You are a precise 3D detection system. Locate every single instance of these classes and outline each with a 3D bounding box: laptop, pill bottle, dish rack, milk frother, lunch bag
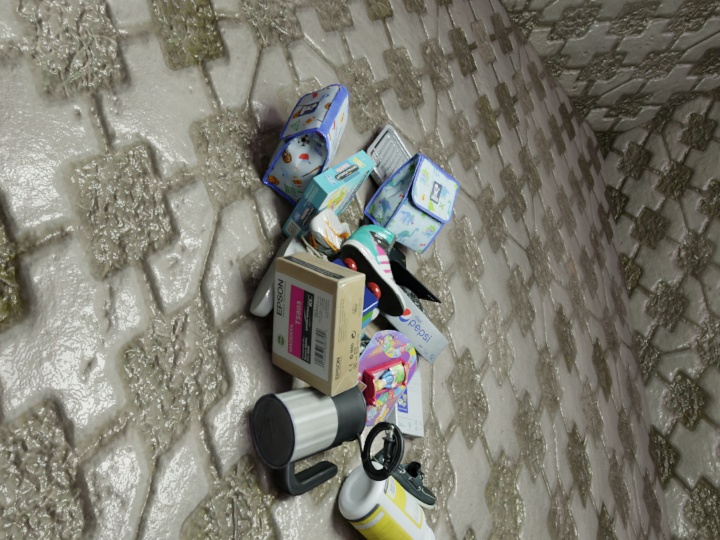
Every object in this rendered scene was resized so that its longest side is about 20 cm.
[{"bbox_3d":[0.094,-0.027,1.341,0.176,0.101,0.205,40,35,-35],"label":"laptop"},{"bbox_3d":[0.055,0.466,1.083,0.201,0.110,0.113,50,41,-21],"label":"pill bottle"},{"bbox_3d":[0.080,-0.273,1.522,0.173,0.043,0.202,52,41,-18],"label":"dish rack"},{"bbox_3d":[-0.051,0.281,0.976,0.185,0.196,0.188,-3,78,-49],"label":"milk frother"},{"bbox_3d":[-0.101,-0.264,1.166,0.122,0.200,0.173,31,49,-14],"label":"lunch bag"},{"bbox_3d":[0.136,-0.165,1.399,0.167,0.202,0.128,23,19,-43],"label":"lunch bag"}]

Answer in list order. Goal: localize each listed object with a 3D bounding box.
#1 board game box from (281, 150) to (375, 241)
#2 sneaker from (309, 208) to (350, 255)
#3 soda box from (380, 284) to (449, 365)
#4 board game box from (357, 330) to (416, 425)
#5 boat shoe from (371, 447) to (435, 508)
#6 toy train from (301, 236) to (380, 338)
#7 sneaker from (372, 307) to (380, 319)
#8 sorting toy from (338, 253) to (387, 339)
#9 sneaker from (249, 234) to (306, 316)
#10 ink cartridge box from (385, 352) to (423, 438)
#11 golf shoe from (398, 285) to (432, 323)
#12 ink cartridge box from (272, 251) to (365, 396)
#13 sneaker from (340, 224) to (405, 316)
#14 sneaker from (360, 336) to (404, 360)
[{"bbox_3d":[-0.064,-0.154,1.201,0.047,0.152,0.199,43,40,5],"label":"board game box"},{"bbox_3d":[-0.071,-0.066,1.161,0.200,0.074,0.081,33,46,-74],"label":"sneaker"},{"bbox_3d":[0.108,0.113,1.276,0.068,0.063,0.200,-46,113,-4],"label":"soda box"},{"bbox_3d":[0.049,0.227,1.160,0.157,0.039,0.203,40,81,-36],"label":"board game box"},{"bbox_3d":[0.098,0.420,1.178,0.198,0.074,0.067,39,82,-22],"label":"boat shoe"},{"bbox_3d":[-0.052,0.035,1.096,0.083,0.118,0.200,-29,60,-30],"label":"toy train"},{"bbox_3d":[0.000,0.000,1.222,0.079,0.069,0.207,23,52,-40],"label":"sneaker"},{"bbox_3d":[0.002,0.050,1.285,0.185,0.036,0.204,46,39,-26],"label":"sorting toy"},{"bbox_3d":[-0.129,0.034,1.100,0.116,0.073,0.203,46,42,-21],"label":"sneaker"},{"bbox_3d":[0.096,0.265,1.288,0.098,0.038,0.207,24,57,-41],"label":"ink cartridge box"},{"bbox_3d":[0.120,0.108,1.366,0.203,0.076,0.095,57,2,-27],"label":"golf shoe"},{"bbox_3d":[-0.077,0.089,1.003,0.074,0.161,0.208,-14,114,-47],"label":"ink cartridge box"},{"bbox_3d":[0.043,-0.014,1.176,0.202,0.082,0.122,55,45,-26],"label":"sneaker"},{"bbox_3d":[0.003,0.182,1.185,0.194,0.077,0.089,14,101,-26],"label":"sneaker"}]
